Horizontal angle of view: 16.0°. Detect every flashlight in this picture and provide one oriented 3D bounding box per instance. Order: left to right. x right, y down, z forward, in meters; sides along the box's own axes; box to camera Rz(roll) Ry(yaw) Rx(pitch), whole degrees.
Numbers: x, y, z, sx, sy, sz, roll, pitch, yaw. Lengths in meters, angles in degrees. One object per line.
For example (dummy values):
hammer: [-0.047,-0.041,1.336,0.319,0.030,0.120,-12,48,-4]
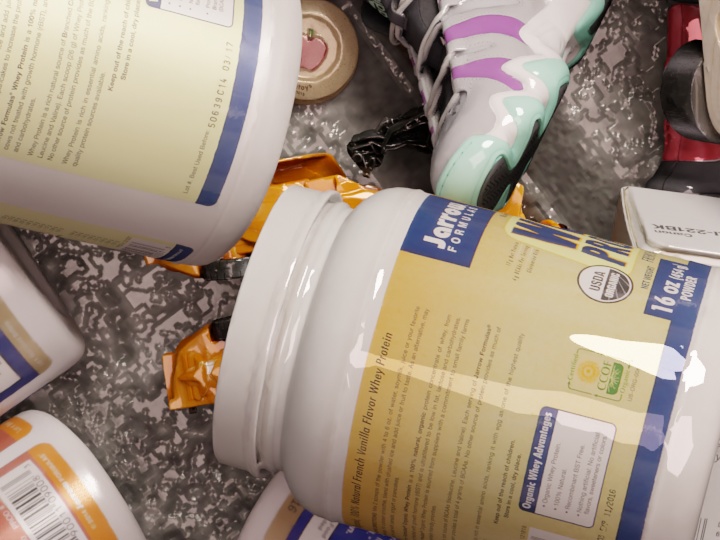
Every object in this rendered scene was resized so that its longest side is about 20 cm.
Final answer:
flashlight: [0.156,-0.099,1.211,0.068,0.068,0.200,2,91,-3]

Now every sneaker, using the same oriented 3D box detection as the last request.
sneaker: [0.029,-0.109,1.164,0.140,0.200,0.078,27,128,3]

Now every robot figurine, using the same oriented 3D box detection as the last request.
robot figurine: [0.000,0.000,1.210,0.200,0.058,0.145,-9,93,-2]

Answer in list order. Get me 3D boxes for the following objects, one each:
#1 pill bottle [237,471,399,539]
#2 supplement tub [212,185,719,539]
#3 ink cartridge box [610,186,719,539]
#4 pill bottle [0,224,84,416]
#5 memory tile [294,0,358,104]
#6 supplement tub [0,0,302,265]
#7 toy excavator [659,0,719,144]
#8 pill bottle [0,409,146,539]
pill bottle: [0.049,0.159,1.132,0.200,0.116,0.116,29,90,24]
supplement tub: [0.051,0.047,1.061,0.200,0.144,0.145,15,91,8]
ink cartridge box: [0.175,0.072,1.179,0.144,0.084,0.200,7,114,-4]
pill bottle: [-0.236,0.050,1.172,0.200,0.111,0.111,-35,94,-2]
memory tile: [-0.091,-0.168,1.220,0.200,0.017,0.154,10,91,-3]
supplement tub: [-0.140,-0.091,1.104,0.200,0.145,0.145,13,91,-20]
toy excavator: [0.244,-0.089,1.174,0.200,0.100,0.195,-12,102,-30]
pill bottle: [-0.199,0.159,1.154,0.200,0.112,0.112,-33,94,-19]
